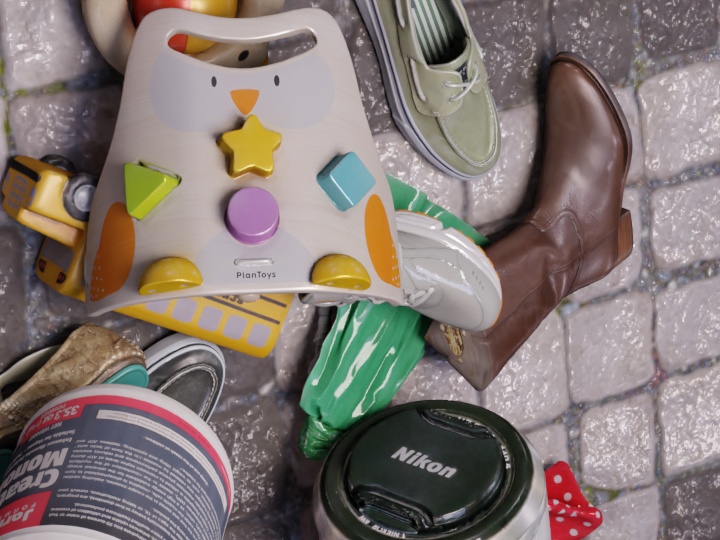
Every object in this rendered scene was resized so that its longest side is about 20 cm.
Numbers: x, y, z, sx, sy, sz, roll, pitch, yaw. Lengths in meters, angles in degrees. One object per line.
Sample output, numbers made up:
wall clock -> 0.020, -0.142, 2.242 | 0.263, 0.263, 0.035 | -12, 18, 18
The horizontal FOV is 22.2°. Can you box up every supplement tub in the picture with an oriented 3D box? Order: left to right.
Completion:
supplement tub -> -0.156, 0.175, 1.071 | 0.139, 0.201, 0.141 | 3, 123, 5

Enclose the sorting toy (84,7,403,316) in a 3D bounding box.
sorting toy -> -0.071, -0.070, 1.111 | 0.198, 0.107, 0.182 | -2, 82, -7

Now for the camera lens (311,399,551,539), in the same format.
camera lens -> 0.055, 0.204, 1.282 | 0.159, 0.160, 0.201 | -28, 133, -21

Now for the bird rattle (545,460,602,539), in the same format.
bird rattle -> 0.152, 0.259, 1.421 | 0.163, 0.113, 0.200 | -45, 118, 7

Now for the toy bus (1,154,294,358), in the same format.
toy bus -> -0.140, -0.010, 1.199 | 0.199, 0.065, 0.079 | 20, 94, -33

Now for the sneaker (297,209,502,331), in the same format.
sneaker -> 0.000, 0.000, 1.210 | 0.199, 0.076, 0.092 | 29, 50, -11

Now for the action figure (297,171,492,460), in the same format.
action figure -> 0.007, 0.043, 1.303 | 0.118, 0.055, 0.201 | 31, 83, -34

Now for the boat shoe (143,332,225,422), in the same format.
boat shoe -> -0.152, 0.132, 1.224 | 0.072, 0.071, 0.200 | 43, 81, -31

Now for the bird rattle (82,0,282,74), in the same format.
bird rattle -> -0.113, -0.187, 1.144 | 0.199, 0.113, 0.164 | -9, 123, -25

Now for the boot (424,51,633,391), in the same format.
boot -> 0.115, -0.034, 1.314 | 0.200, 0.064, 0.188 | -35, 121, -33

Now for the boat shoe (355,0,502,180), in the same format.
boat shoe -> 0.051, -0.143, 1.275 | 0.072, 0.062, 0.201 | -38, 119, -16

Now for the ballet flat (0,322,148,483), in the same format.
ballet flat -> -0.228, 0.104, 1.181 | 0.199, 0.065, 0.071 | -36, 150, -21
